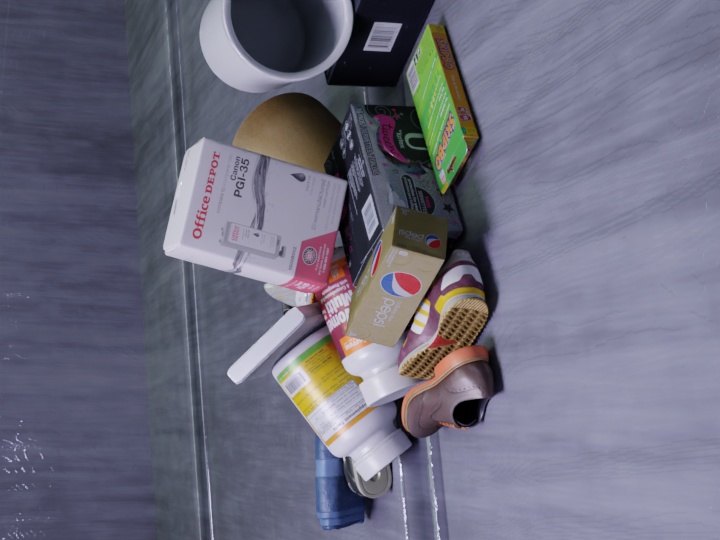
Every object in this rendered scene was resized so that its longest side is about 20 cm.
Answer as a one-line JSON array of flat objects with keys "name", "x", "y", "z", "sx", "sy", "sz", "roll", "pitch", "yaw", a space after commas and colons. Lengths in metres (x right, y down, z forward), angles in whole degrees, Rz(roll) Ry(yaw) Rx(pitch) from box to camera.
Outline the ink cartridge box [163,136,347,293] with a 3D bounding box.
[{"name": "ink cartridge box", "x": -0.133, "y": -0.067, "z": 1.580, "sx": 0.083, "sy": 0.199, "sz": 0.147, "roll": 164, "pitch": 120, "yaw": -67}]

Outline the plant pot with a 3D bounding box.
[{"name": "plant pot", "x": -0.065, "y": -0.139, "z": 1.831, "sx": 0.200, "sy": 0.186, "sz": 0.187, "roll": 39, "pitch": 129, "yaw": 45}]

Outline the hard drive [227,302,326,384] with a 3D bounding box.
[{"name": "hard drive", "x": -0.096, "y": 0.094, "z": 1.709, "sx": 0.027, "sy": 0.132, "sz": 0.200, "roll": 48, "pitch": -167, "yaw": 9}]

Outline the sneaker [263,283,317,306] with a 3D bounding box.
[{"name": "sneaker", "x": -0.090, "y": -0.040, "z": 1.726, "sx": 0.076, "sy": 0.092, "sz": 0.201, "roll": -42, "pitch": -34, "yaw": -67}]

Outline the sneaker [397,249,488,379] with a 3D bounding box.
[{"name": "sneaker", "x": 0.100, "y": 0.058, "z": 1.531, "sx": 0.200, "sy": 0.075, "sz": 0.090, "roll": 124, "pitch": 149, "yaw": -48}]

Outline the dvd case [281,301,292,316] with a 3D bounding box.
[{"name": "dvd case", "x": -0.079, "y": 0.112, "z": 1.887, "sx": 0.143, "sy": 0.017, "sz": 0.201, "roll": 21, "pitch": -122, "yaw": -70}]

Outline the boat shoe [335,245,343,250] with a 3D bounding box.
[{"name": "boat shoe", "x": 0.000, "y": 0.000, "z": 1.783, "sx": 0.200, "sy": 0.069, "sz": 0.071, "roll": -163, "pitch": 76, "yaw": -68}]

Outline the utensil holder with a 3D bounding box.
[{"name": "utensil holder", "x": -0.119, "y": -0.326, "z": 1.653, "sx": 0.200, "sy": 0.169, "sz": 0.171, "roll": -173, "pitch": 82, "yaw": -72}]

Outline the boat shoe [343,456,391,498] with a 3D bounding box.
[{"name": "boat shoe", "x": -0.001, "y": 0.225, "z": 1.800, "sx": 0.068, "sy": 0.071, "sz": 0.201, "roll": 168, "pitch": 97, "yaw": -70}]

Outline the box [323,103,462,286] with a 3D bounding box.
[{"name": "box", "x": 0.041, "y": -0.097, "z": 1.604, "sx": 0.132, "sy": 0.114, "sz": 0.201, "roll": 119, "pitch": 144, "yaw": -51}]

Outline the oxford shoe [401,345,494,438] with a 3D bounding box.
[{"name": "oxford shoe", "x": 0.104, "y": 0.167, "z": 1.516, "sx": 0.200, "sy": 0.071, "sz": 0.073, "roll": 119, "pitch": 139, "yaw": -54}]

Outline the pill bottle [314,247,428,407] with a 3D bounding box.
[{"name": "pill bottle", "x": 0.013, "y": 0.071, "z": 1.652, "sx": 0.201, "sy": 0.109, "sz": 0.110, "roll": 68, "pitch": 155, "yaw": 12}]

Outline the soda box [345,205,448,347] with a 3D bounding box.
[{"name": "soda box", "x": 0.042, "y": 0.011, "z": 1.508, "sx": 0.200, "sy": 0.067, "sz": 0.064, "roll": 116, "pitch": 165, "yaw": -51}]

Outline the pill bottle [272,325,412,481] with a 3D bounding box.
[{"name": "pill bottle", "x": -0.021, "y": 0.184, "z": 1.709, "sx": 0.200, "sy": 0.111, "sz": 0.111, "roll": 52, "pitch": 151, "yaw": 8}]

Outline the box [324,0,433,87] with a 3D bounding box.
[{"name": "box", "x": 0.009, "y": -0.381, "z": 1.686, "sx": 0.200, "sy": 0.104, "sz": 0.183, "roll": 117, "pitch": 147, "yaw": -52}]

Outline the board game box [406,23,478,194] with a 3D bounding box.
[{"name": "board game box", "x": 0.102, "y": -0.201, "z": 1.556, "sx": 0.096, "sy": 0.030, "sz": 0.201, "roll": 116, "pitch": 149, "yaw": -53}]

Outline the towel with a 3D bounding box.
[{"name": "towel", "x": -0.033, "y": 0.278, "z": 1.843, "sx": 0.048, "sy": 0.112, "sz": 0.201, "roll": -3, "pitch": 84, "yaw": 25}]
